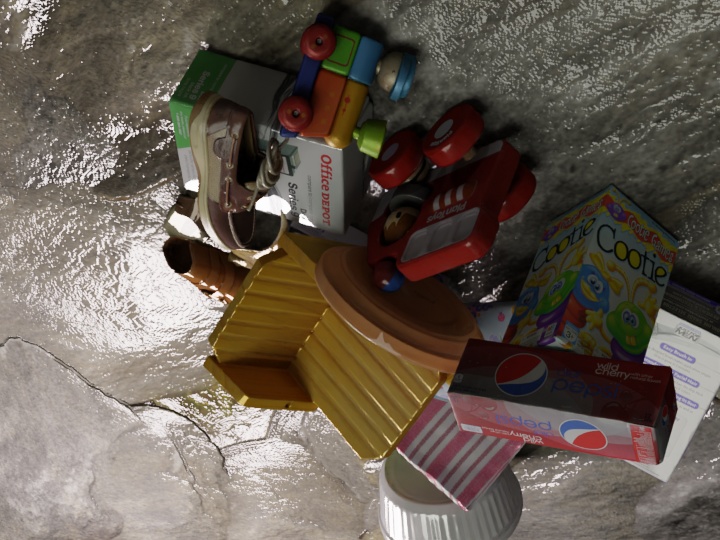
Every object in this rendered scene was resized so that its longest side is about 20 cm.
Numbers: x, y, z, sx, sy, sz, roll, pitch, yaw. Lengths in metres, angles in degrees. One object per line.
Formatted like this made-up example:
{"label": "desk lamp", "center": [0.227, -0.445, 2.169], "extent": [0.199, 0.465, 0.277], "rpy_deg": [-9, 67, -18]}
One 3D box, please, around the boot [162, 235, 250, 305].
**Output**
{"label": "boot", "center": [-0.147, 0.022, 1.496], "extent": [0.154, 0.074, 0.199], "rpy_deg": [31, 173, -41]}

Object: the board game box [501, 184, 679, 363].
{"label": "board game box", "center": [0.228, 0.033, 1.226], "extent": [0.104, 0.201, 0.103], "rpy_deg": [37, 144, -14]}

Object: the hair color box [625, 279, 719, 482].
{"label": "hair color box", "center": [0.325, 0.118, 1.317], "extent": [0.108, 0.065, 0.202], "rpy_deg": [27, 128, 14]}

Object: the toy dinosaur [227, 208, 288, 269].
{"label": "toy dinosaur", "center": [-0.097, -0.011, 1.404], "extent": [0.100, 0.059, 0.200], "rpy_deg": [21, 163, -20]}

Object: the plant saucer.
{"label": "plant saucer", "center": [0.046, 0.033, 1.282], "extent": [0.199, 0.201, 0.033], "rpy_deg": [30, 111, -5]}

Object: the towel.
{"label": "towel", "center": [0.106, 0.184, 1.537], "extent": [0.200, 0.147, 0.030], "rpy_deg": [41, 179, 0]}

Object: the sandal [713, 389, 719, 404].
{"label": "sandal", "center": [0.394, 0.114, 1.348], "extent": [0.200, 0.058, 0.080], "rpy_deg": [39, 139, -13]}

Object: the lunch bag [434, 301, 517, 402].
{"label": "lunch bag", "center": [0.180, 0.111, 1.415], "extent": [0.168, 0.129, 0.199], "rpy_deg": [-2, 165, 36]}

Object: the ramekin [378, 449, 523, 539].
{"label": "ramekin", "center": [0.116, 0.291, 1.651], "extent": [0.200, 0.203, 0.095], "rpy_deg": [6, 128, 26]}

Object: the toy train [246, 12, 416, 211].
{"label": "toy train", "center": [-0.026, -0.137, 1.196], "extent": [0.114, 0.202, 0.085], "rpy_deg": [18, -174, -5]}

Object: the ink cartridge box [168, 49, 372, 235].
{"label": "ink cartridge box", "center": [-0.093, -0.136, 1.317], "extent": [0.198, 0.085, 0.147], "rpy_deg": [17, 145, 13]}

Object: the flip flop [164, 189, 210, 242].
{"label": "flip flop", "center": [-0.197, -0.072, 1.491], "extent": [0.081, 0.058, 0.200], "rpy_deg": [33, 145, -10]}

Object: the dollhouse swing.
{"label": "dollhouse swing", "center": [-0.038, 0.100, 1.360], "extent": [0.180, 0.176, 0.201], "rpy_deg": [9, 126, -42]}

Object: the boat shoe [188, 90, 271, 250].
{"label": "boat shoe", "center": [-0.123, -0.093, 1.259], "extent": [0.071, 0.072, 0.201], "rpy_deg": [14, 137, 18]}

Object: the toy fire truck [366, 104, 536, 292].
{"label": "toy fire truck", "center": [0.074, -0.059, 1.235], "extent": [0.112, 0.169, 0.199], "rpy_deg": [43, 142, -24]}

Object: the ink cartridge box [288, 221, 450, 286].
{"label": "ink cartridge box", "center": [0.000, 0.000, 1.470], "extent": [0.198, 0.044, 0.094], "rpy_deg": [28, 147, -3]}

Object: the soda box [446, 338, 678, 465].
{"label": "soda box", "center": [0.185, 0.119, 1.125], "extent": [0.198, 0.070, 0.064], "rpy_deg": [8, 140, 27]}

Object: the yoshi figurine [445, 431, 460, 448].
{"label": "yoshi figurine", "center": [0.090, 0.160, 1.602], "extent": [0.197, 0.114, 0.112], "rpy_deg": [11, -174, -3]}
